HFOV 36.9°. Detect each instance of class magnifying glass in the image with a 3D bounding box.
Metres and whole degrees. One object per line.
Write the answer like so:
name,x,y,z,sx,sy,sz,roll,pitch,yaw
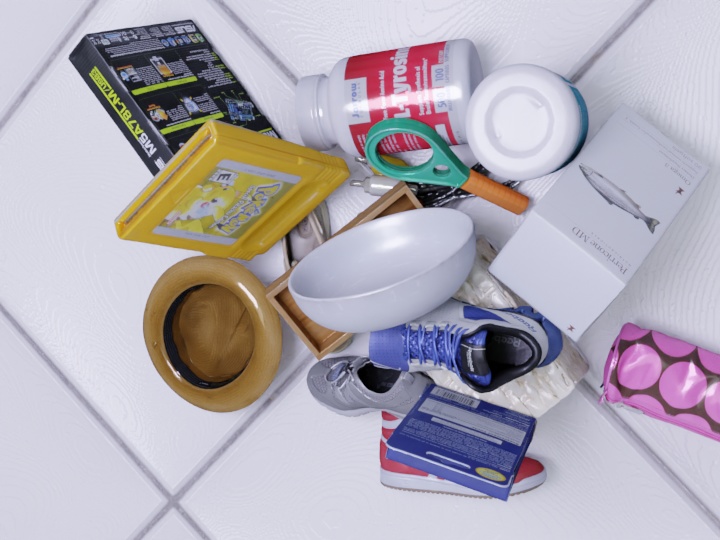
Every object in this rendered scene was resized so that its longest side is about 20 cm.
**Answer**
magnifying glass,0.095,-0.108,1.173,0.198,0.023,0.080,21,141,-20

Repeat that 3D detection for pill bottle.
pill bottle,0.034,-0.186,1.192,0.197,0.112,0.114,-6,95,17
pill bottle,0.177,-0.151,1.108,0.109,0.200,0.112,2,97,17

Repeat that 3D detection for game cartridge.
game cartridge,-0.133,-0.076,1.149,0.176,0.199,0.033,-40,58,31

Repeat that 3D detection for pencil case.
pencil case,0.358,0.132,1.153,0.198,0.091,0.094,19,67,15

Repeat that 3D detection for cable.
cable,0.088,-0.087,1.221,0.197,0.050,0.099,-1,96,16

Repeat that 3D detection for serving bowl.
serving bowl,0.028,0.009,1.099,0.198,0.201,0.067,-12,112,17

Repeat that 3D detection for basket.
basket,0.140,0.079,1.189,0.135,0.123,0.201,-40,85,17

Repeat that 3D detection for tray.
tray,0.000,0.000,1.216,0.199,0.037,0.099,-38,106,5

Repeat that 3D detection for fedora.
fedora,-0.166,0.069,1.297,0.198,0.082,0.203,7,108,22

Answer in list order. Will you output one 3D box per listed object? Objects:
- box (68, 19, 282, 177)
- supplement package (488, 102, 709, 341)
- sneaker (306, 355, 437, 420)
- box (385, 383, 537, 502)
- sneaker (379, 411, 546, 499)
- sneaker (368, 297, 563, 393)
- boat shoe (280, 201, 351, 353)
box,-0.201,-0.188,1.214,0.047,0.200,0.194,-37,88,32
supplement package,0.242,-0.050,1.090,0.117,0.200,0.118,39,146,7
sneaker,0.008,0.118,1.225,0.198,0.075,0.082,0,143,43
box,0.098,0.167,1.044,0.120,0.200,0.033,18,103,13
sneaker,0.113,0.195,1.239,0.197,0.071,0.114,-1,100,19
sneaker,0.098,0.070,1.075,0.197,0.115,0.082,1,97,17
boat shoe,-0.058,0.002,1.267,0.071,0.065,0.203,-10,94,17
